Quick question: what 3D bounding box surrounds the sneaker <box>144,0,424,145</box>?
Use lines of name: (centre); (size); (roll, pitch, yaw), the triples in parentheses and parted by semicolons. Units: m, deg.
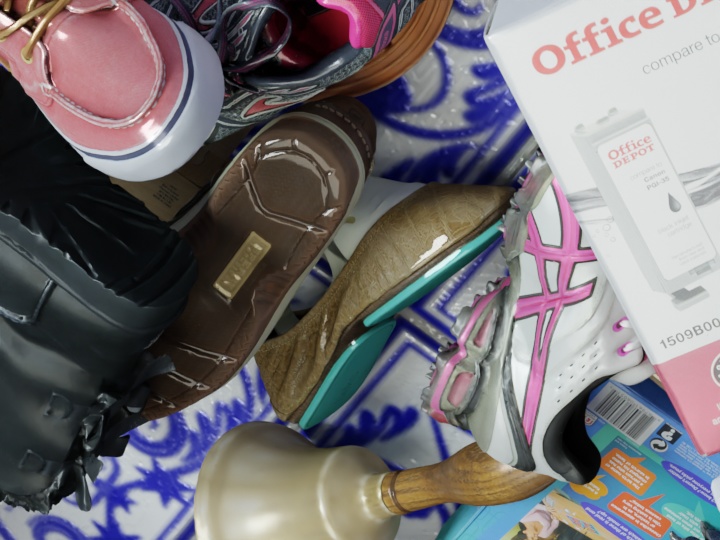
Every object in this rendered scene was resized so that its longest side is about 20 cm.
sneaker: (-0.050, -0.101, 1.286); (0.081, 0.075, 0.200); (46, 135, -14)

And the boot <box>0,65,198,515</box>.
boot: (-0.168, 0.005, 1.337); (0.198, 0.073, 0.163); (40, 136, 7)

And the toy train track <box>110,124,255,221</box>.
toy train track: (-0.120, -0.010, 1.408); (0.115, 0.033, 0.200); (36, 103, -24)

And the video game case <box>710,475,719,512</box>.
video game case: (0.251, 0.097, 1.236); (0.182, 0.023, 0.200); (-26, 144, 6)

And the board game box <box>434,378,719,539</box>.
board game box: (0.137, 0.129, 1.431); (0.152, 0.045, 0.200); (35, 136, -3)

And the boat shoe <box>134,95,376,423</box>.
boat shoe: (-0.057, -0.005, 1.364); (0.075, 0.075, 0.202); (45, 125, -6)

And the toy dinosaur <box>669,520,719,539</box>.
toy dinosaur: (0.124, 0.214, 1.374); (0.199, 0.105, 0.182); (21, 119, 20)

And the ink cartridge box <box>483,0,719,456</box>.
ink cartridge box: (0.156, -0.049, 1.187); (0.146, 0.083, 0.200); (-24, 106, 19)

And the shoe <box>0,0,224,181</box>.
shoe: (-0.136, -0.107, 1.259); (0.091, 0.072, 0.200); (34, -175, -38)

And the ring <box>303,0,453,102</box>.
ring: (-0.048, -0.159, 1.301); (0.200, 0.019, 0.201); (15, 134, 16)

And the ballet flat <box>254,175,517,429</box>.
ballet flat: (0.000, 0.000, 1.393); (0.072, 0.068, 0.200); (52, 141, 9)

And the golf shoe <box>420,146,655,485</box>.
golf shoe: (0.101, 0.002, 1.300); (0.092, 0.073, 0.200); (31, 124, 14)

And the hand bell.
hand bell: (0.024, 0.104, 1.421); (0.200, 0.104, 0.104); (-18, 118, 44)

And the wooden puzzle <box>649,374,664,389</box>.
wooden puzzle: (0.232, 0.021, 1.289); (0.185, 0.037, 0.200); (39, 130, -4)
